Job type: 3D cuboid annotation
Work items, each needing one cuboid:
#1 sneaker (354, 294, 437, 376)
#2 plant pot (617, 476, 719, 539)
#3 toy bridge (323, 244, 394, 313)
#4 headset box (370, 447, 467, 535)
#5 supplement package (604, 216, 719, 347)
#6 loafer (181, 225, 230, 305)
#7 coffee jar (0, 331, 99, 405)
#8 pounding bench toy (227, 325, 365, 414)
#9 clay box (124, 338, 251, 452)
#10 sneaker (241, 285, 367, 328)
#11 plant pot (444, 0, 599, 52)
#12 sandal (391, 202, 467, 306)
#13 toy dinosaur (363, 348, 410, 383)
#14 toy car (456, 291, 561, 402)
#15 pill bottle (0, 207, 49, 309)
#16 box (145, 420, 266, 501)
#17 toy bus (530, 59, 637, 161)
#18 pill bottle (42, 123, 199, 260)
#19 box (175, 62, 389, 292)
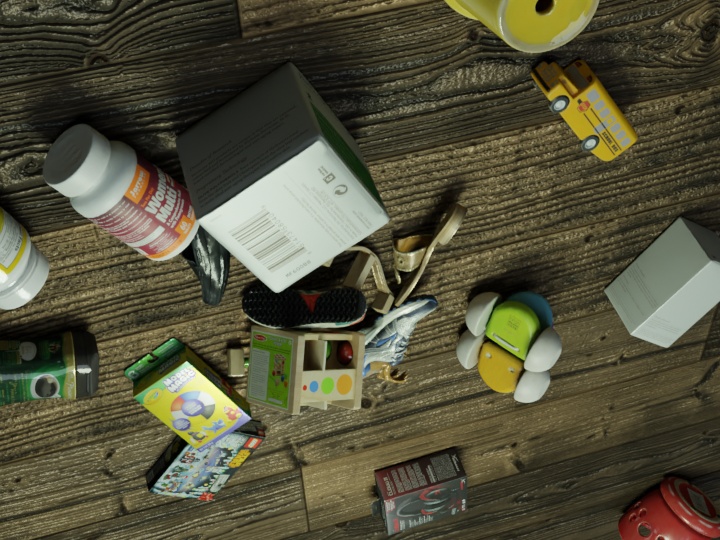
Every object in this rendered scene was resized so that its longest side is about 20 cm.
[{"bbox_3d":[0.056,0.110,1.797,0.200,0.085,0.077,-34,179,22],"label":"sneaker"},{"bbox_3d":[0.746,0.607,2.552,0.200,0.201,0.183,16,118,-35],"label":"plant pot"},{"bbox_3d":[0.000,0.000,1.692,0.200,0.027,0.067,40,71,-48],"label":"toy bridge"},{"bbox_3d":[0.117,0.463,2.215,0.199,0.075,0.149,-15,139,-8],"label":"headset box"},{"bbox_3d":[0.562,0.023,1.912,0.117,0.117,0.200,19,125,-36],"label":"supplement package"},{"bbox_3d":[-0.227,-0.026,1.568,0.070,0.068,0.201,6,137,-2],"label":"loafer"},{"bbox_3d":[-0.497,0.149,1.615,0.199,0.085,0.104,-4,132,-18],"label":"coffee jar"},{"bbox_3d":[-0.106,0.153,1.749,0.156,0.200,0.125,2,93,-42],"label":"pounding bench toy"},{"bbox_3d":[-0.287,0.208,1.771,0.115,0.048,0.200,-35,126,12],"label":"clay box"},{"bbox_3d":[-0.087,0.065,1.704,0.199,0.071,0.093,-1,165,3],"label":"sneaker"},{"bbox_3d":[0.191,-0.368,1.289,0.200,0.189,0.201,-11,138,-11],"label":"plant pot"},{"bbox_3d":[0.086,-0.039,1.696,0.070,0.078,0.212,32,125,-5],"label":"sandal"},{"bbox_3d":[0.025,0.166,1.893,0.106,0.060,0.200,41,106,-20],"label":"toy dinosaur"},{"bbox_3d":[0.277,0.118,1.882,0.150,0.175,0.200,-38,151,-37],"label":"toy car"},{"bbox_3d":[-0.506,-0.039,1.393,0.114,0.114,0.200,-29,138,8],"label":"pill bottle"},{"bbox_3d":[-0.282,0.340,1.943,0.137,0.040,0.200,17,125,-36],"label":"box"},{"bbox_3d":[0.330,-0.240,1.575,0.078,0.065,0.200,-36,137,15],"label":"toy bus"},{"bbox_3d":[-0.313,-0.103,1.412,0.109,0.110,0.200,-36,137,15],"label":"pill bottle"},{"bbox_3d":[-0.104,-0.121,1.434,0.200,0.172,0.199,-32,138,11],"label":"box"}]
